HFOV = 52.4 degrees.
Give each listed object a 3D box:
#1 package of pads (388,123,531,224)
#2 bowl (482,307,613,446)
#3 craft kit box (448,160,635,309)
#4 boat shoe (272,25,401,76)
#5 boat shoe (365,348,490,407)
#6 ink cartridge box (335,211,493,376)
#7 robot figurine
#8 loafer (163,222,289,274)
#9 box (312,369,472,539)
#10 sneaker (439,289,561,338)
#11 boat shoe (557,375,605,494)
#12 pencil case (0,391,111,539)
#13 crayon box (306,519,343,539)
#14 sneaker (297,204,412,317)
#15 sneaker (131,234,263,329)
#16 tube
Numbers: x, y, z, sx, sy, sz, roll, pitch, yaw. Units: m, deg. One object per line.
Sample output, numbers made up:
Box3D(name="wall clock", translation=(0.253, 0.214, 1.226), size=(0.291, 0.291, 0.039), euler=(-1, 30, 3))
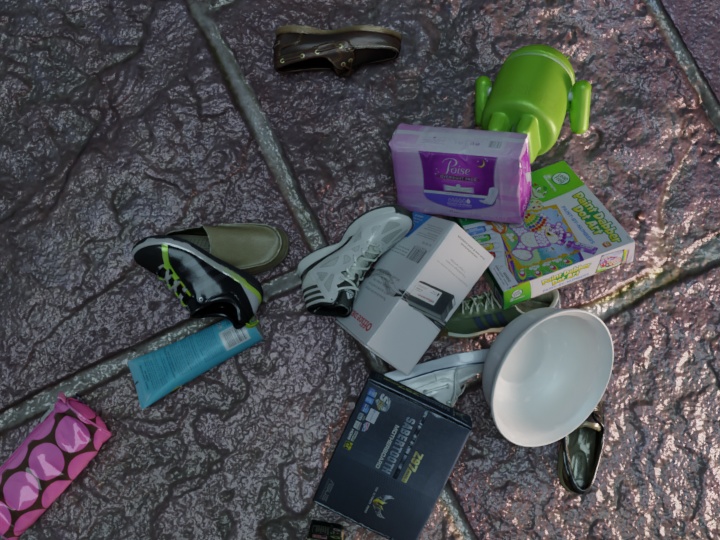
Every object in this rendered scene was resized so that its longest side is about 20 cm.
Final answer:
Box3D(name="package of pads", translation=(0.142, -0.140, 1.043), size=(0.199, 0.121, 0.076), euler=(9, 43, 23))
Box3D(name="bowl", translation=(0.240, 0.131, 1.002), size=(0.200, 0.090, 0.203), euler=(-9, 113, -22))
Box3D(name="craft kit box", translation=(0.252, -0.057, 1.052), size=(0.196, 0.049, 0.201), euler=(-19, 46, -7))
Box3D(name="boat shoe", translation=(-0.036, -0.332, 1.127), size=(0.198, 0.070, 0.071), euler=(1, 74, 7))
Box3D(name="boat shoe", translation=(0.113, 0.171, 1.050), size=(0.200, 0.075, 0.087), euler=(-15, 81, -1))
Box3D(name="ink cartridge box", translation=(0.070, 0.027, 1.020), size=(0.084, 0.145, 0.200), euler=(38, 87, -21))
Box3D(name="robot figurine", translation=(0.249, -0.251, 1.084), size=(0.174, 0.116, 0.201), euler=(8, 57, 28))
Box3D(name="loafer", translation=(-0.204, -0.031, 1.074), size=(0.198, 0.067, 0.077), euler=(-7, 84, -1))
Box3D(name="box", translation=(0.044, 0.262, 1.016), size=(0.157, 0.051, 0.201), euler=(25, 101, 2))
Box3D(name="sneaker", translation=(0.194, 0.048, 1.055), size=(0.198, 0.090, 0.067), euler=(5, 46, -4))
Box3D(name="boat shoe", translation=(0.322, 0.220, 1.052), size=(0.073, 0.065, 0.202), euler=(1, 81, -1))
Box3D(name="pencil case", translation=(-0.444, 0.269, 1.013), size=(0.200, 0.091, 0.094), euler=(-51, 121, -10))
Box3D(name="crayon box", translation=(-0.060, 0.450, 0.976), size=(0.050, 0.127, 0.202), euler=(9, 82, 0))
Box3D(name="sneaker", translation=(0.000, 0.000, 1.026), size=(0.200, 0.076, 0.116), euler=(-34, 47, 24))
Box3D(name="sneaker", translation=(-0.228, 0.020, 1.011), size=(0.199, 0.072, 0.083), euler=(23, 53, -7))
Box3D(name="tube", translation=(-0.239, 0.122, 1.062), size=(0.199, 0.050, 0.078), euler=(-26, 61, -3))
